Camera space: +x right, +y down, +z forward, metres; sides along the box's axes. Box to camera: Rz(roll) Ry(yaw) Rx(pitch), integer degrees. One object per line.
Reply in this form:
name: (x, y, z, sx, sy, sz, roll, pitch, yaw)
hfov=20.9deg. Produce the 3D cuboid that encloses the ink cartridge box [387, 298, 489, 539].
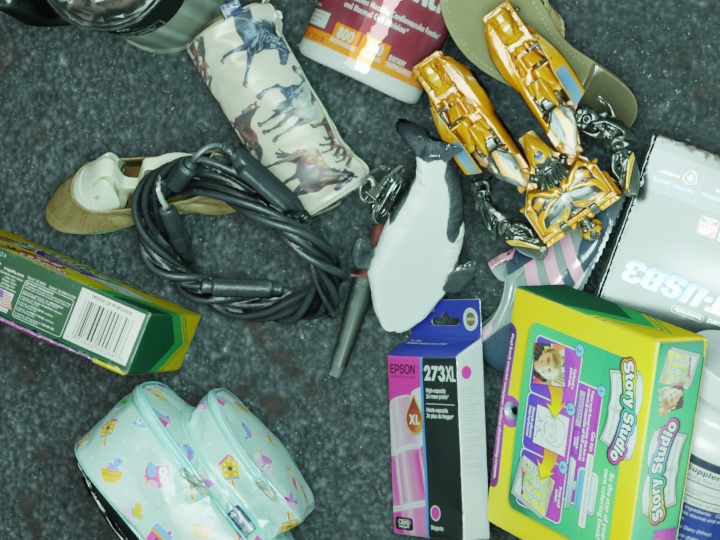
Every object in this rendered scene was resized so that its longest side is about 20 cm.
ink cartridge box: (0.065, 0.125, 1.646, 0.094, 0.037, 0.203, -2, 88, 53)

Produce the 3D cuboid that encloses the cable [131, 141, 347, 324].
cable: (-0.102, -0.015, 1.651, 0.200, 0.051, 0.163, 41, 130, -18)

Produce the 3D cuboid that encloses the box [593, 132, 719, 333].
box: (0.302, 0.012, 1.623, 0.198, 0.050, 0.200, 21, 93, 10)

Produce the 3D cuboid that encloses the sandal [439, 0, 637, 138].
sandal: (0.142, -0.191, 1.638, 0.211, 0.070, 0.078, 37, 105, -19)

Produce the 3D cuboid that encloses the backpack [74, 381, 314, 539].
backpack: (-0.139, 0.182, 1.635, 0.200, 0.176, 0.154, 42, 95, 3)

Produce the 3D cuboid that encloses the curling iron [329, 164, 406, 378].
curling iron: (0.000, 0.000, 1.663, 0.025, 0.049, 0.202, 31, 117, 31)

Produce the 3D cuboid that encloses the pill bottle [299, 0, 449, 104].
pill bottle: (0.037, -0.252, 1.631, 0.113, 0.114, 0.202, 24, 95, 9)

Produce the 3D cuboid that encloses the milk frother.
milk frother: (-0.213, -0.295, 1.638, 0.178, 0.188, 0.202, 8, 92, 9)

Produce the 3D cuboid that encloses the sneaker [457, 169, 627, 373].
sneaker: (0.154, -0.008, 1.636, 0.082, 0.070, 0.201, 30, 94, 4)

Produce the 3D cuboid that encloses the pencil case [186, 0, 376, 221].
pencil case: (-0.066, -0.136, 1.670, 0.089, 0.078, 0.201, -33, 85, 19)

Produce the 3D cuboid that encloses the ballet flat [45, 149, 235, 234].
ballet flat: (-0.187, -0.075, 1.690, 0.198, 0.072, 0.069, -3, 66, 11)

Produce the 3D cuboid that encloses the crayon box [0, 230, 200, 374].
crayon box: (-0.252, 0.023, 1.647, 0.198, 0.173, 0.059, 23, 93, 9)

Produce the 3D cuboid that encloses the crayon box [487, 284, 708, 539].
crayon box: (0.183, 0.129, 1.541, 0.172, 0.058, 0.202, 22, 110, 52)

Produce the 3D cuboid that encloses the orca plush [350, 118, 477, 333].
orca plush: (0.043, -0.046, 1.623, 0.104, 0.071, 0.202, -4, 129, 4)

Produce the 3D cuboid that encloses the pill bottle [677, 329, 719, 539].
pill bottle: (0.272, 0.157, 1.565, 0.115, 0.116, 0.202, 23, 116, 9)

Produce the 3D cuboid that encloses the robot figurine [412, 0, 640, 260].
robot figurine: (0.135, -0.107, 1.577, 0.144, 0.058, 0.201, -35, 90, 11)
